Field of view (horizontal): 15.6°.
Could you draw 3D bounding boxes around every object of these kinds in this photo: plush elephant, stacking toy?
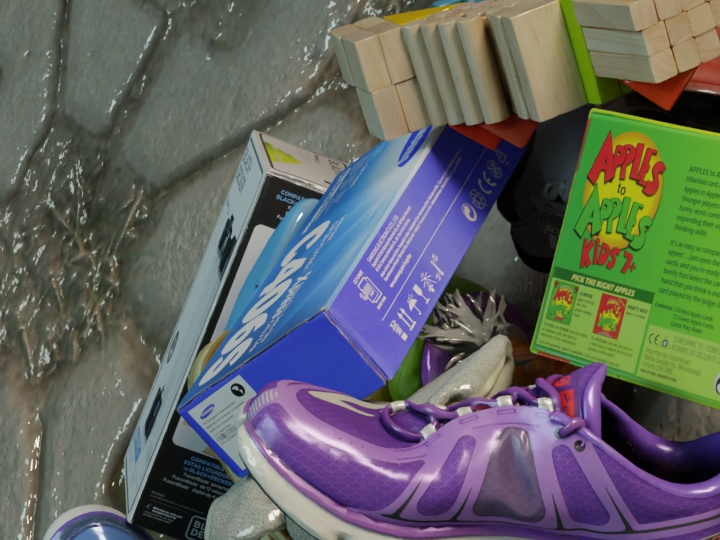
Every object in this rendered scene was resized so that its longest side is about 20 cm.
[{"bbox_3d":[0.036,0.105,1.101,0.165,0.155,0.201,-37,73,42],"label":"plush elephant"},{"bbox_3d":[0.040,0.041,1.242,0.200,0.110,0.116,6,64,46],"label":"stacking toy"}]

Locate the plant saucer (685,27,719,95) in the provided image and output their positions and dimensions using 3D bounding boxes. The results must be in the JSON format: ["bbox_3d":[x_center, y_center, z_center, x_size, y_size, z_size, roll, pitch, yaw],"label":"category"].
[{"bbox_3d":[0.172,-0.168,1.115,0.199,0.037,0.200,12,87,36],"label":"plant saucer"}]

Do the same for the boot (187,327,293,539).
[{"bbox_3d":[-0.038,0.111,1.247,0.072,0.200,0.154,-48,20,-24],"label":"boot"}]

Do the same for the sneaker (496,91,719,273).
[{"bbox_3d":[0.114,-0.028,1.178,0.116,0.075,0.200,-59,25,31],"label":"sneaker"}]

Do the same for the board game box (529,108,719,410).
[{"bbox_3d":[0.151,0.004,0.984,0.200,0.047,0.102,17,93,56],"label":"board game box"}]

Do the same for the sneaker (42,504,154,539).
[{"bbox_3d":[-0.096,0.214,1.306,0.146,0.080,0.201,175,77,-76],"label":"sneaker"}]

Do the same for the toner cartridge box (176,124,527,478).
[{"bbox_3d":[0.000,0.000,1.142,0.095,0.043,0.200,-33,14,35],"label":"toner cartridge box"}]

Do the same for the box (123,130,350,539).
[{"bbox_3d":[-0.062,0.036,1.387,0.117,0.060,0.201,-110,42,-75],"label":"box"}]

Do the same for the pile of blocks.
[{"bbox_3d":[0.078,-0.087,1.111,0.199,0.082,0.062,-3,111,40],"label":"pile of blocks"}]

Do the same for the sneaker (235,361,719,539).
[{"bbox_3d":[0.053,0.065,0.978,0.081,0.199,0.084,-94,17,-62],"label":"sneaker"}]
